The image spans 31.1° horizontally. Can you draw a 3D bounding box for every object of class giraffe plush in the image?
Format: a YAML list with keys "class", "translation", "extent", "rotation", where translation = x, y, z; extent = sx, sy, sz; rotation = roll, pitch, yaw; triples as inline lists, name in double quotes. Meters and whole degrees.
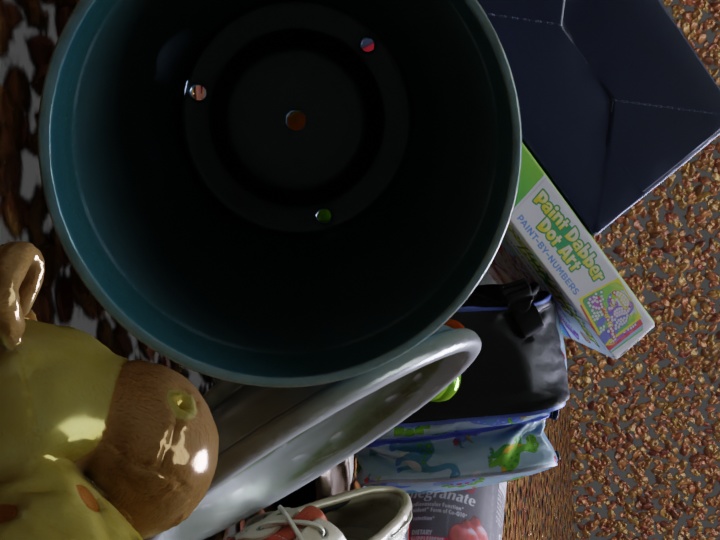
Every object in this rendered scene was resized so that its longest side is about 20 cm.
- class: "giraffe plush"
  translation: [-0.106, 0.092, 0.439]
  extent: [0.199, 0.172, 0.163]
  rotation: [29, 42, -34]

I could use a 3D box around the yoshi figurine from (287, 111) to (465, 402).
- class: "yoshi figurine"
  translation: [-0.014, 0.007, 0.819]
  extent: [0.201, 0.112, 0.112]
  rotation: [62, -35, 21]

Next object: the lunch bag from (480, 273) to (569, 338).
- class: "lunch bag"
  translation: [0.119, 0.008, 1.239]
  extent: [0.201, 0.163, 0.118]
  rotation: [73, 16, -45]

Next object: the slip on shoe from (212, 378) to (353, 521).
- class: "slip on shoe"
  translation: [-0.047, 0.101, 0.776]
  extent: [0.200, 0.075, 0.061]
  rotation: [80, 21, -56]

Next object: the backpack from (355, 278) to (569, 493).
- class: "backpack"
  translation: [0.060, 0.089, 0.968]
  extent: [0.200, 0.182, 0.148]
  rotation: [37, 46, -86]

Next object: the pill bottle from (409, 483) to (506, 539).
- class: "pill bottle"
  translation: [0.076, 0.200, 1.162]
  extent: [0.111, 0.110, 0.201]
  rotation: [73, 21, -48]

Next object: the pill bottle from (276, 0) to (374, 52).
- class: "pill bottle"
  translation: [-0.006, -0.171, 0.761]
  extent: [0.200, 0.119, 0.120]
  rotation: [52, 37, -43]

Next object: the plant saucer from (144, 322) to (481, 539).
- class: "plant saucer"
  translation: [-0.033, 0.072, 0.657]
  extent: [0.050, 0.199, 0.200]
  rotation: [58, 9, 12]

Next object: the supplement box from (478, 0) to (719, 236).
- class: "supplement box"
  translation: [0.138, -0.152, 0.968]
  extent: [0.200, 0.134, 0.200]
  rotation: [52, -2, -11]

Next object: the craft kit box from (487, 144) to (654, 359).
- class: "craft kit box"
  translation: [0.112, -0.037, 0.975]
  extent: [0.200, 0.048, 0.197]
  rotation: [51, -8, -14]

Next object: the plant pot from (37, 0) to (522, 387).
- class: "plant pot"
  translation: [-0.035, -0.068, 0.619]
  extent: [0.188, 0.198, 0.202]
  rotation: [-97, -177, -79]

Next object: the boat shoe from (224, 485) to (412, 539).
- class: "boat shoe"
  translation: [-0.033, 0.160, 0.730]
  extent: [0.200, 0.071, 0.063]
  rotation: [7, 111, -58]
